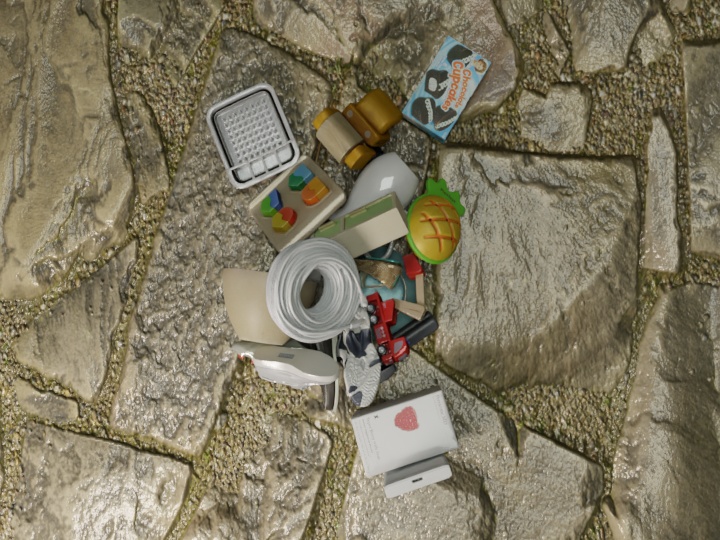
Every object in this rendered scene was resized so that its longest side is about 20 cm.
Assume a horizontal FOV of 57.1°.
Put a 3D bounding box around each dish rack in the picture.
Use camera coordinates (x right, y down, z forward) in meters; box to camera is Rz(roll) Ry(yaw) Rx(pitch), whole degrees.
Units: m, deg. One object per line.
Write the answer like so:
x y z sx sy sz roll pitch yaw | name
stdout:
-0.237 -0.297 1.476 0.168 0.044 0.204 -24 85 2 | dish rack

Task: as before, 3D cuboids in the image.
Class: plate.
0.035 0.048 1.443 0.194 0.026 0.206 0 85 2 | plate

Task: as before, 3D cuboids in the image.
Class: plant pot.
-0.194 0.079 1.361 0.194 0.200 0.138 8 84 3 | plant pot

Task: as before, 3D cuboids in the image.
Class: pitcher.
0.045 -0.134 1.416 0.200 0.121 0.172 -44 90 8 | pitcher

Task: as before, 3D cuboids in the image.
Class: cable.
-0.088 0.036 1.277 0.197 0.069 0.205 -21 109 -30 | cable

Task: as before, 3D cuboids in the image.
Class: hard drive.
0.111 0.399 1.322 0.129 0.200 0.027 -20 84 1 | hard drive

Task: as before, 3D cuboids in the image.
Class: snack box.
0.190 -0.400 1.466 0.115 0.037 0.203 31 87 4 | snack box

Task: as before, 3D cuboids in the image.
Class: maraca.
0.161 -0.106 1.404 0.136 0.106 0.203 38 58 -20 | maraca

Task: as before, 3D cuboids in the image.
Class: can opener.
0.086 0.171 1.426 0.198 0.053 0.068 -34 117 -1 | can opener

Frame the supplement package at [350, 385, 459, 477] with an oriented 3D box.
0.090 0.329 1.369 0.195 0.120 0.124 -18 84 1 | supplement package

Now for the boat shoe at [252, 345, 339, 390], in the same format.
-0.129 0.206 1.336 0.195 0.072 0.070 3 123 19 | boat shoe

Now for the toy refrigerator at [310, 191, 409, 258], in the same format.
-0.005 -0.081 1.342 0.196 0.077 0.071 -24 119 14 | toy refrigerator

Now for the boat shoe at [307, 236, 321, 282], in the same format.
-0.107 -0.072 1.445 0.065 0.073 0.206 14 77 -29 | boat shoe

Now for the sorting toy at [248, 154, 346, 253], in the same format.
-0.143 -0.149 1.413 0.185 0.037 0.200 -42 47 0 | sorting toy

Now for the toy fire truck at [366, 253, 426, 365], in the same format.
0.085 0.082 1.383 0.138 0.049 0.205 -19 70 9 | toy fire truck

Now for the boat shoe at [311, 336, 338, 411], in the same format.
-0.079 0.192 1.379 0.059 0.072 0.207 -3 89 -14 | boat shoe

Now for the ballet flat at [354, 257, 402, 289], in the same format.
0.000 0.000 1.388 0.197 0.070 0.067 11 88 42 | ballet flat

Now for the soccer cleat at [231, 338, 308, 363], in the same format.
-0.178 0.173 1.426 0.195 0.069 0.080 14 81 -3 | soccer cleat

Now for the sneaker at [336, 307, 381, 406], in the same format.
-0.008 0.192 1.375 0.077 0.130 0.204 -10 67 -9 | sneaker

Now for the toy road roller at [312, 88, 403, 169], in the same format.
0.004 -0.305 1.389 0.123 0.200 0.146 47 111 6 | toy road roller
